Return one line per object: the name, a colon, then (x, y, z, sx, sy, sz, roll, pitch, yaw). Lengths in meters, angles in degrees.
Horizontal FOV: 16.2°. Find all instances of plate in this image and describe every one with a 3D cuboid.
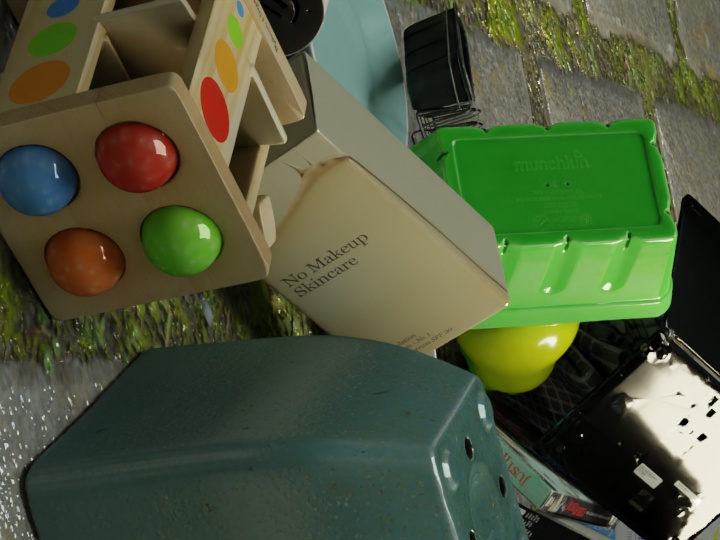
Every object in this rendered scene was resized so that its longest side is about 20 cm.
plate: (-0.012, -0.153, 1.796, 0.200, 0.025, 0.201, -12, 90, -72)

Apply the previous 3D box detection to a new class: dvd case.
dvd case: (0.115, 0.130, 1.867, 0.146, 0.022, 0.200, 44, 8, 22)

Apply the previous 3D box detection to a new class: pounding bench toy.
pounding bench toy: (-0.102, -0.043, 1.307, 0.156, 0.124, 0.201, -81, 152, -47)

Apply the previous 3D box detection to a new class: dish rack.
dish rack: (0.076, -0.085, 1.915, 0.154, 0.054, 0.201, -88, 163, -65)

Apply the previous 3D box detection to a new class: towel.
towel: (0.169, 0.086, 1.952, 0.200, 0.085, 0.166, 28, -33, 52)

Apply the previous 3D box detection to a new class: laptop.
laptop: (0.234, 0.080, 1.866, 0.177, 0.200, 0.103, 39, 14, -35)

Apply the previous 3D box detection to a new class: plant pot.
plant pot: (-0.024, 0.143, 1.304, 0.196, 0.199, 0.197, -50, 126, -67)

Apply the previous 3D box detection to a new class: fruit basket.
fruit basket: (0.114, -0.010, 1.781, 0.216, 0.214, 0.156, 39, 38, -62)

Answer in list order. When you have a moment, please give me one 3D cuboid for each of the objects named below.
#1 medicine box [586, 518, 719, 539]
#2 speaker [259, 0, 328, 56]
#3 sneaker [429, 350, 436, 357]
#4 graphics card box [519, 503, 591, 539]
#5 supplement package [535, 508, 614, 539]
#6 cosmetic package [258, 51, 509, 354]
medicine box: (0.254, 0.291, 1.996, 0.183, 0.199, 0.103, -83, 173, -45)
speaker: (-0.048, -0.226, 1.649, 0.201, 0.081, 0.081, -79, 151, -50)
sneaker: (0.000, 0.000, 1.696, 0.082, 0.073, 0.201, 111, -31, -75)
graphics card box: (0.063, 0.173, 1.569, 0.051, 0.199, 0.125, -68, 170, 17)
supplement package: (0.200, 0.271, 1.837, 0.117, 0.199, 0.117, -63, 157, 1)
cosmetic package: (-0.009, -0.030, 1.521, 0.200, 0.103, 0.073, 39, 29, -40)
